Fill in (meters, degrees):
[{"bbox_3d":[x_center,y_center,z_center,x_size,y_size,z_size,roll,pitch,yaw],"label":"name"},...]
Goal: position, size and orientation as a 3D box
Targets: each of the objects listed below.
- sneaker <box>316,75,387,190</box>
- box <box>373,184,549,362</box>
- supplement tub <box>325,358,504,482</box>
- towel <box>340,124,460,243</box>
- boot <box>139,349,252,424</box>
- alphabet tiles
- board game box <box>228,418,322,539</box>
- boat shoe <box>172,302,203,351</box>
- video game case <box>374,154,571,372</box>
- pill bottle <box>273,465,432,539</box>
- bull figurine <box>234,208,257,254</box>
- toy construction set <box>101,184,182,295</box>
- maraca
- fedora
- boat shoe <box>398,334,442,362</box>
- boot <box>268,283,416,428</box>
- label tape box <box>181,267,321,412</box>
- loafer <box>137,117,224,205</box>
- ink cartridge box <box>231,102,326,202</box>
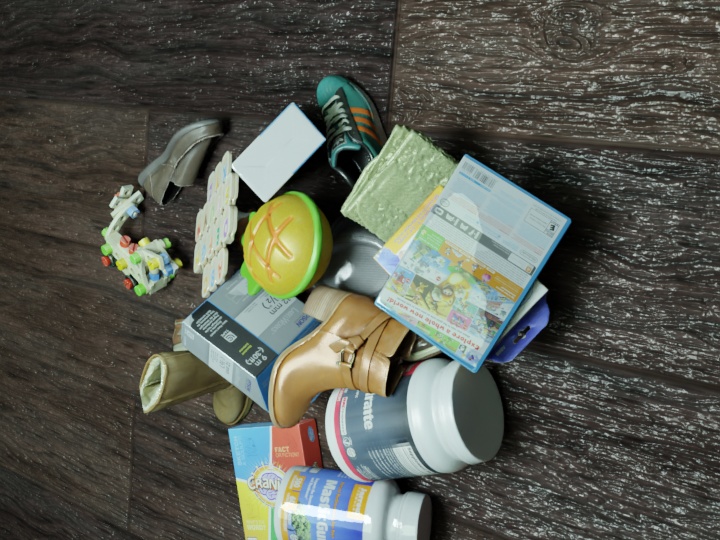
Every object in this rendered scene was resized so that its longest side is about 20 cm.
[{"bbox_3d":[-0.014,-0.182,1.162,0.071,0.079,0.202,-39,71,32],"label":"sneaker"},{"bbox_3d":[0.124,0.012,1.003,0.200,0.041,0.119,45,98,14],"label":"box"},{"bbox_3d":[0.067,0.190,1.097,0.198,0.140,0.143,-17,84,36],"label":"supplement tub"},{"bbox_3d":[0.090,-0.075,1.067,0.199,0.037,0.149,34,116,-10],"label":"towel"},{"bbox_3d":[-0.244,0.176,1.286,0.066,0.199,0.177,35,117,30],"label":"boot"},{"bbox_3d":[-0.215,-0.067,1.275,0.200,0.014,0.199,148,125,-61],"label":"alphabet tiles"},{"bbox_3d":[-0.121,0.332,1.310,0.151,0.040,0.203,-12,87,36],"label":"board game box"},{"bbox_3d":[-0.230,0.081,1.351,0.198,0.075,0.073,-21,80,34],"label":"boat shoe"},{"bbox_3d":[0.125,-0.008,0.976,0.142,0.018,0.202,33,95,12],"label":"video game case"},{"bbox_3d":[-0.008,0.331,1.167,0.197,0.112,0.114,2,96,20],"label":"pill bottle"},{"bbox_3d":[-0.134,-0.043,1.259,0.199,0.065,0.123,-14,104,54],"label":"bull figurine"},{"bbox_3d":[-0.375,-0.041,1.436,0.201,0.091,0.132,55,146,29],"label":"toy construction set"},{"bbox_3d":[-0.107,-0.030,1.130,0.199,0.106,0.139,-10,74,54],"label":"maraca"},{"bbox_3d":[0.000,0.000,1.161,0.198,0.090,0.180,7,98,36],"label":"fedora"},{"bbox_3d":[0.116,0.035,1.064,0.201,0.075,0.075,-33,115,15],"label":"boat shoe"},{"bbox_3d":[-0.025,0.129,1.076,0.153,0.073,0.203,23,95,32],"label":"boot"},{"bbox_3d":[-0.130,0.099,1.205,0.199,0.143,0.067,33,142,16],"label":"label tape box"},{"bbox_3d":[-0.274,-0.171,1.372,0.199,0.073,0.072,-36,84,38],"label":"loafer"},{"bbox_3d":[-0.111,-0.160,1.184,0.067,0.200,0.116,44,92,-8],"label":"ink cartridge box"}]
